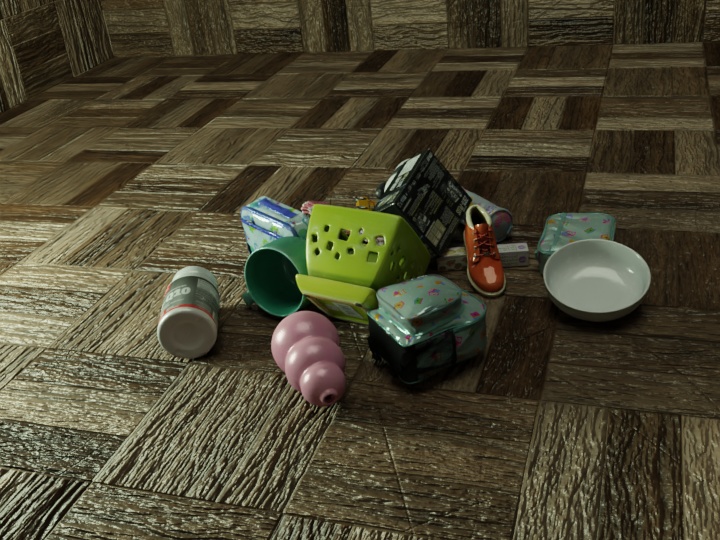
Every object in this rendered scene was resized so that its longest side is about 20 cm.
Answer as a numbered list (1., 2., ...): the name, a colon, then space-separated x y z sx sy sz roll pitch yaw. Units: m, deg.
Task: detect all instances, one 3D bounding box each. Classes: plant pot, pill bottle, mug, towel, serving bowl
1. plant pot: 0.000 0.000 1.631 0.199 0.200 0.182 11 71 27
2. pill bottle: -0.341 0.078 1.672 0.114 0.114 0.200 -8 28 -3
3. mug: -0.159 0.004 1.730 0.185 0.152 0.114 10 24 31
4. towel: -0.023 -0.100 1.830 0.200 0.030 0.146 28 10 10
5. serving bowl: 0.457 0.029 1.619 0.199 0.066 0.200 -6 45 6

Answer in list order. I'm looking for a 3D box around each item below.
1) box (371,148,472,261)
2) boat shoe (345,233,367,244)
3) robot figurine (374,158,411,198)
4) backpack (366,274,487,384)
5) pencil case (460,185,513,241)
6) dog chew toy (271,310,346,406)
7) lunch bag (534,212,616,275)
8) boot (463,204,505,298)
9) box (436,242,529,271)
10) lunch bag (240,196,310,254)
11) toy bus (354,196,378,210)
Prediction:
1. box: 0.137 -0.139 1.842 0.086 0.164 0.200 -23 27 47
2. boat shoe: 0.012 -0.041 1.874 0.200 0.062 0.075 15 33 33
3. robot figurine: 0.129 -0.206 2.086 0.150 0.125 0.200 -41 8 26
4. backpack: 0.128 0.095 1.506 0.199 0.154 0.176 -10 22 -23
5. pencil case: 0.272 -0.135 1.970 0.083 0.091 0.200 -53 36 0
6. dog chew toy: -0.083 0.161 1.466 0.124 0.125 0.200 -14 37 -13
7. lunch bag: 0.461 -0.056 1.785 0.160 0.077 0.200 5 30 20
8. boot: 0.254 -0.041 1.733 0.075 0.107 0.200 -10 54 -2
9. box: 0.266 -0.030 1.819 0.199 0.039 0.041 -3 30 6
10. lunch bag: -0.178 -0.073 1.859 0.200 0.161 0.082 26 47 37
11. toy bus: 0.023 -0.127 1.996 0.078 0.065 0.200 5 16 -3
